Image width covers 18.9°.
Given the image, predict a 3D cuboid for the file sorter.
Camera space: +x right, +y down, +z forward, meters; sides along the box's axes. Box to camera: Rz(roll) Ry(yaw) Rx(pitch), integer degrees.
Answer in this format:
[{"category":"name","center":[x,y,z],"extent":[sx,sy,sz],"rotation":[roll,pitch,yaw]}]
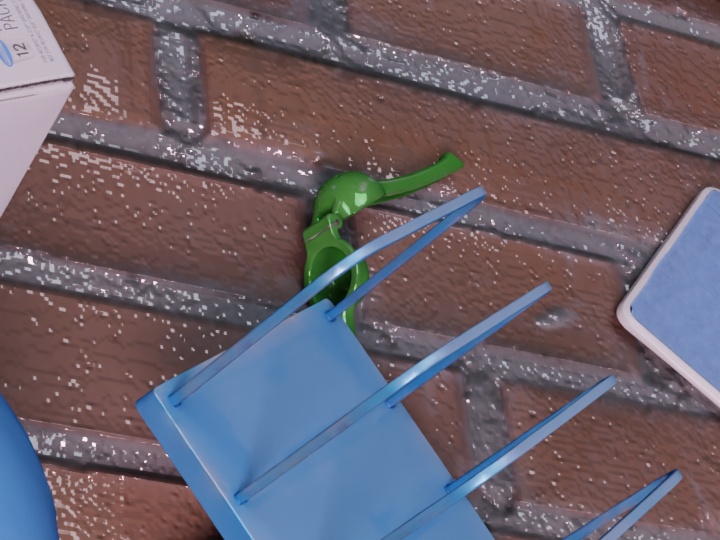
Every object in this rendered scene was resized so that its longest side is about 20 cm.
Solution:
[{"category":"file sorter","center":[0.039,0.087,0.861],"extent":[0.200,0.123,0.139],"rotation":[56,33,5]}]

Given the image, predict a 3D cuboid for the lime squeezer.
[{"category":"lime squeezer","center":[0.000,0.000,1.007],"extent":[0.071,0.038,0.201],"rotation":[53,36,-34]}]

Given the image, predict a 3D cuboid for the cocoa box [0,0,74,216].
[{"category":"cocoa box","center":[-0.216,-0.050,0.785],"extent":[0.131,0.200,0.134],"rotation":[-14,65,-38]}]

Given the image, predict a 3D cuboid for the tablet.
[{"category":"tablet","center":[0.231,0.053,1.117],"extent":[0.200,0.014,0.130],"rotation":[40,46,2]}]

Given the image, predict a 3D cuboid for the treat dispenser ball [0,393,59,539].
[{"category":"treat dispenser ball","center":[-0.194,0.100,0.684],"extent":[0.200,0.201,0.202],"rotation":[17,50,-21]}]
